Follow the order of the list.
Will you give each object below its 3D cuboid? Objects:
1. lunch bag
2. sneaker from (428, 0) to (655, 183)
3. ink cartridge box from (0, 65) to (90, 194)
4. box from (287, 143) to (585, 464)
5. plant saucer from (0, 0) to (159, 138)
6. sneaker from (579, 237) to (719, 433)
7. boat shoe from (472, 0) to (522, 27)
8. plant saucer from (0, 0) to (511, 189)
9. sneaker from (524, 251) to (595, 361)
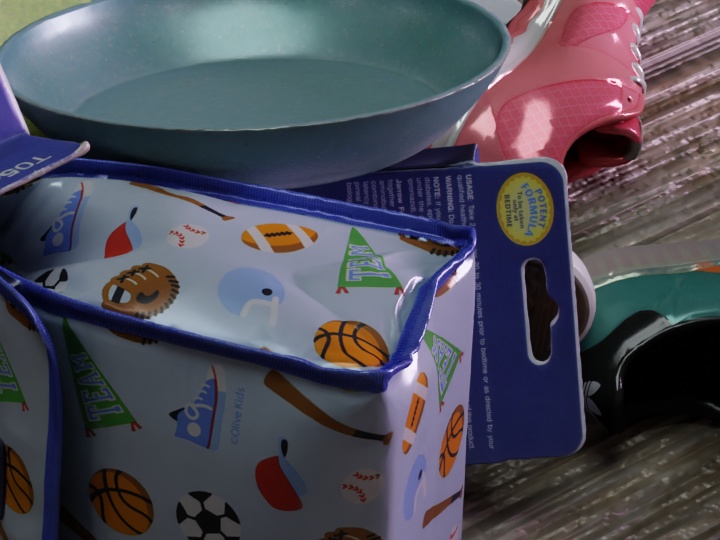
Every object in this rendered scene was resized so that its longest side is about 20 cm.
[{"bbox_3d":[-0.069,0.059,1.060,0.199,0.171,0.124,14,34,16],"label":"lunch bag"},{"bbox_3d":[0.099,-0.082,1.343,0.086,0.074,0.200,31,50,16],"label":"sneaker"},{"bbox_3d":[-0.227,-0.032,1.040,0.196,0.044,0.199,-27,21,-32],"label":"ink cartridge box"},{"bbox_3d":[-0.016,0.018,1.133,0.198,0.122,0.032,-3,16,7],"label":"box"},{"bbox_3d":[-0.174,-0.151,1.241,0.199,0.048,0.201,30,61,1],"label":"plant saucer"},{"bbox_3d":[0.174,0.022,1.196,0.199,0.072,0.080,-15,40,-6],"label":"sneaker"},{"bbox_3d":[0.009,-0.092,1.342,0.071,0.068,0.200,28,25,19],"label":"boat shoe"},{"bbox_3d":[-0.041,-0.070,1.137,0.198,0.036,0.200,-2,21,1],"label":"plant saucer"},{"bbox_3d":[0.000,0.000,1.198,0.199,0.073,0.085,-3,31,16],"label":"sneaker"}]
